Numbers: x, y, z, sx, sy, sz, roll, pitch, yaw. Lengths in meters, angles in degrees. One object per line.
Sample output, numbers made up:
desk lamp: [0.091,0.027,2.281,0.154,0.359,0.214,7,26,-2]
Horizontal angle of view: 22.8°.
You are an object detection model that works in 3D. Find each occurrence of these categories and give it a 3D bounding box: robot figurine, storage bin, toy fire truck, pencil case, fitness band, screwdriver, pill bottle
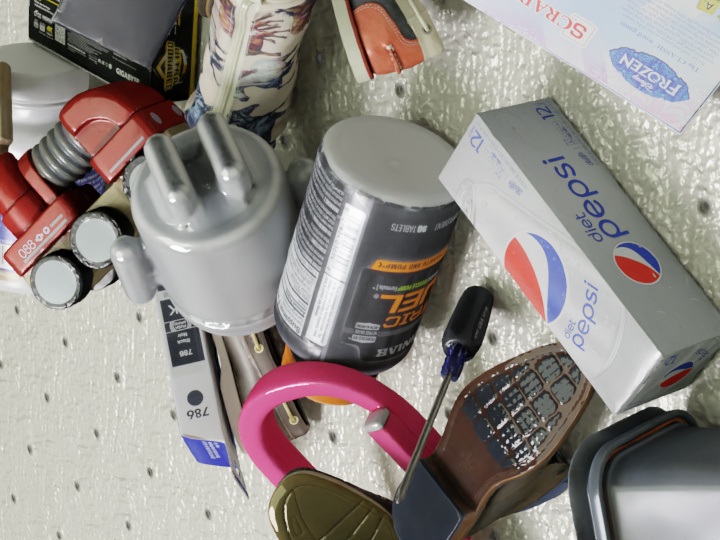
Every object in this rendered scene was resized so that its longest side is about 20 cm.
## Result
robot figurine: [-0.099,-0.027,1.309,0.200,0.169,0.113,75,175,-55]
storage bin: [0.215,0.183,1.029,0.134,0.145,0.201,-7,96,42]
toy fire truck: [-0.234,-0.097,1.427,0.176,0.129,0.200,-43,89,19]
pencil case: [-0.078,-0.162,1.280,0.078,0.090,0.200,19,147,-1]
fitness band: [0.000,0.144,1.285,0.143,0.037,0.200,-18,123,40]
screwdriver: [0.053,0.082,1.165,0.028,0.200,0.029,6,135,18]
pill bottle: [0.000,0.000,1.254,0.106,0.106,0.200,46,134,33]
pill bottle: [-0.285,-0.091,1.574,0.120,0.119,0.201,30,124,43]

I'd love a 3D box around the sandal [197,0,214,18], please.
sandal: [-0.073,-0.246,1.301,0.200,0.054,0.082,-52,17,52]

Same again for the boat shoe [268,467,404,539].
boat shoe: [0.020,0.198,1.251,0.072,0.201,0.066,-52,14,14]

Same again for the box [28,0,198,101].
box: [-0.207,-0.243,1.483,0.200,0.049,0.160,30,122,43]

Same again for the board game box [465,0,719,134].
board game box: [0.145,-0.199,0.970,0.200,0.041,0.200,32,135,-2]

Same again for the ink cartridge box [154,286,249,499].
ink cartridge box: [-0.131,0.084,1.436,0.100,0.039,0.201,80,176,-70]

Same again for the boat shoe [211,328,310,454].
boat shoe: [-0.091,0.042,1.423,0.072,0.059,0.201,37,-141,-85]

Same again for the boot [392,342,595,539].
boot: [0.107,0.110,1.182,0.200,0.097,0.075,-48,63,35]

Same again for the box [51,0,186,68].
box: [-0.132,-0.247,1.227,0.200,0.079,0.141,-82,18,-60]

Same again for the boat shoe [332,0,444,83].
boat shoe: [0.004,-0.220,1.206,0.071,0.062,0.201,55,-160,-64]

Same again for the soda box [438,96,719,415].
soda box: [0.136,-0.012,1.108,0.200,0.068,0.064,55,139,23]
